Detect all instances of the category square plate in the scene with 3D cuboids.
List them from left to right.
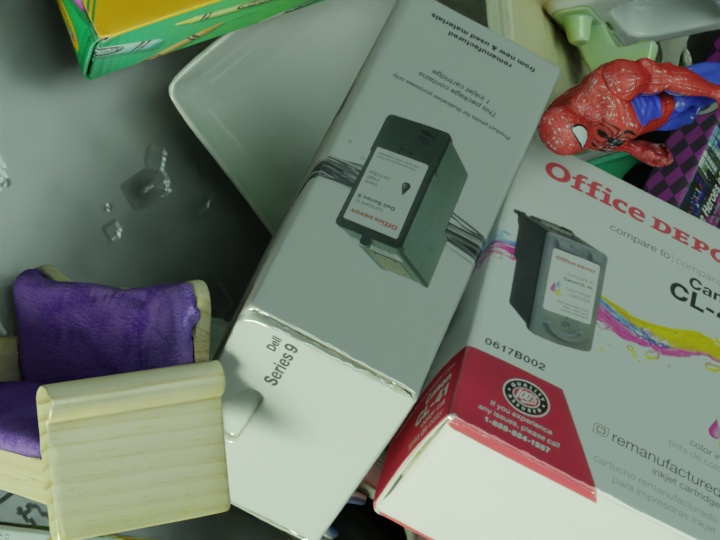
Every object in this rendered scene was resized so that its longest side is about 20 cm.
[{"bbox_3d":[0.019,-0.075,1.330,0.198,0.028,0.200,-44,114,-21],"label":"square plate"}]

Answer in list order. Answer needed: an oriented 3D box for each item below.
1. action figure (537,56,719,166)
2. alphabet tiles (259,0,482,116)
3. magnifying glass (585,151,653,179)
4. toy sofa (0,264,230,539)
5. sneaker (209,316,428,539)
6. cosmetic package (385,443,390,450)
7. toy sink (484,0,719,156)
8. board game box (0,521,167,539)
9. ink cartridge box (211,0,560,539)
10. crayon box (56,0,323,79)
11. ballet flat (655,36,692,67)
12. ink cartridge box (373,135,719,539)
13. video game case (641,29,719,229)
[{"bbox_3d":[0.149,-0.080,1.263,0.199,0.065,0.052,-12,75,-46],"label":"action figure"},{"bbox_3d":[0.017,-0.166,1.350,0.200,0.015,0.196,-35,109,-27],"label":"alphabet tiles"},{"bbox_3d":[0.108,-0.037,1.352,0.199,0.022,0.080,14,70,-28],"label":"magnifying glass"},{"bbox_3d":[-0.137,0.053,1.147,0.082,0.200,0.098,-8,97,-29],"label":"toy sofa"},{"bbox_3d":[-0.031,0.086,1.242,0.199,0.087,0.075,33,95,3],"label":"sneaker"},{"bbox_3d":[0.093,0.061,1.347,0.199,0.051,0.083,-6,101,-33],"label":"cosmetic package"},{"bbox_3d":[0.129,-0.175,1.300,0.130,0.111,0.201,33,50,-62],"label":"toy sink"},{"bbox_3d":[-0.126,0.170,1.199,0.199,0.103,0.106,11,83,-28],"label":"board game box"},{"bbox_3d":[0.000,0.000,1.176,0.084,0.146,0.201,27,54,-2],"label":"ink cartridge box"},{"bbox_3d":[-0.058,-0.181,1.250,0.199,0.058,0.119,-20,80,-17],"label":"crayon box"},{"bbox_3d":[0.152,-0.176,1.405,0.071,0.072,0.201,-3,87,-30],"label":"ballet flat"},{"bbox_3d":[0.103,0.052,1.238,0.147,0.086,0.201,26,45,-8],"label":"ink cartridge box"},{"bbox_3d":[0.227,-0.030,1.406,0.182,0.036,0.200,54,46,-28],"label":"video game case"}]
